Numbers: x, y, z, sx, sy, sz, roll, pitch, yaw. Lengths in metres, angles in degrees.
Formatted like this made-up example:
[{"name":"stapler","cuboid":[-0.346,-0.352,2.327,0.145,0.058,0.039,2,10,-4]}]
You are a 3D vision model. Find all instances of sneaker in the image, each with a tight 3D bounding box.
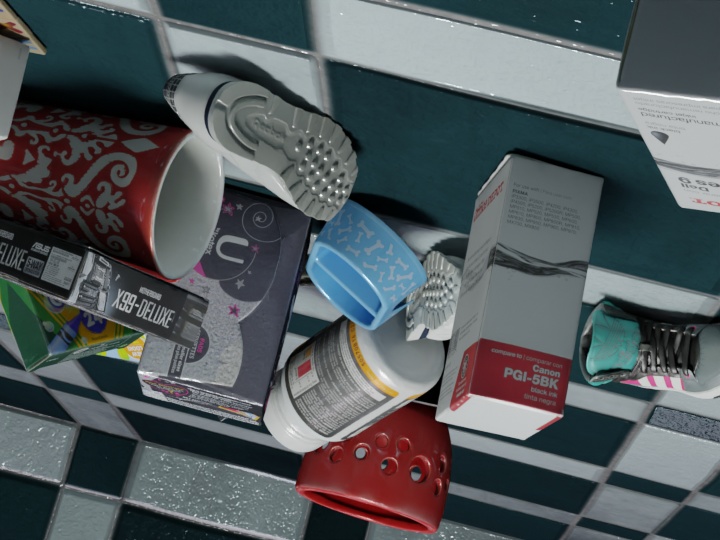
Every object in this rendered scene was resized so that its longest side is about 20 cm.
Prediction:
[{"name":"sneaker","cuboid":[0.280,0.075,1.773,0.120,0.084,0.199,12,170,-29]},{"name":"sneaker","cuboid":[-0.077,-0.107,1.495,0.080,0.077,0.200,18,166,41]},{"name":"sneaker","cuboid":[0.099,0.028,1.790,0.080,0.077,0.200,6,172,-9]}]

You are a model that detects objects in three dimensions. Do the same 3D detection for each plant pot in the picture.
[{"name":"plant pot","cuboid":[0.028,0.234,2.414,0.199,0.184,0.201,13,166,3]}]

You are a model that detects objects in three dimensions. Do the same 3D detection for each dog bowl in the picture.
[{"name":"dog bowl","cuboid":[0.000,0.000,1.741,0.111,0.050,0.200,42,167,4]}]

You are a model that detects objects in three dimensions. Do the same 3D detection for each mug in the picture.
[{"name":"mug","cuboid":[-0.240,-0.061,1.638,0.198,0.179,0.133,14,-150,19]}]

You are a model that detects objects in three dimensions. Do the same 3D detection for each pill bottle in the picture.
[{"name":"pill bottle","cuboid":[-0.013,0.112,1.936,0.116,0.117,0.200,24,140,-32]}]

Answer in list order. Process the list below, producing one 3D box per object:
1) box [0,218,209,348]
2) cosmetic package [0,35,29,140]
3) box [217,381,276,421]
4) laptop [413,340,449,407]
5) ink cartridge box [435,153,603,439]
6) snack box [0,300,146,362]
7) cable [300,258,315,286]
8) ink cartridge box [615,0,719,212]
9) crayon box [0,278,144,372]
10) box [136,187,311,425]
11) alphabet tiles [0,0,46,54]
[{"name":"box","cuboid":[-0.255,0.004,1.608,0.199,0.050,0.157,17,174,41]},{"name":"cosmetic package","cuboid":[-0.366,-0.155,1.532,0.107,0.086,0.199,17,169,-28]},{"name":"box","cuboid":[-0.161,0.052,1.938,0.043,0.201,0.160,-24,175,-16]},{"name":"laptop","cuboid":[0.073,0.122,2.108,0.176,0.104,0.200,12,165,15]},{"name":"ink cartridge box","cuboid":[0.129,0.025,1.490,0.082,0.202,0.147,13,167,-5]},{"name":"snack box","cuboid":[-0.305,0.005,1.964,0.198,0.068,0.170,10,129,30]},{"name":"cable","cuboid":[-0.053,0.015,1.936,0.198,0.051,0.097,17,160,-3]},{"name":"ink cartridge box","cuboid":[0.253,-0.100,1.119,0.145,0.085,0.200,9,165,24]},{"name":"crayon box","cuboid":[-0.299,-0.014,1.777,0.125,0.201,0.051,-14,167,-46]},{"name":"box","cuboid":[-0.132,0.031,1.779,0.131,0.202,0.115,15,164,0]},{"name":"alphabet tiles","cuboid":[-0.357,-0.225,1.439,0.166,0.008,0.200,12,166,16]}]
